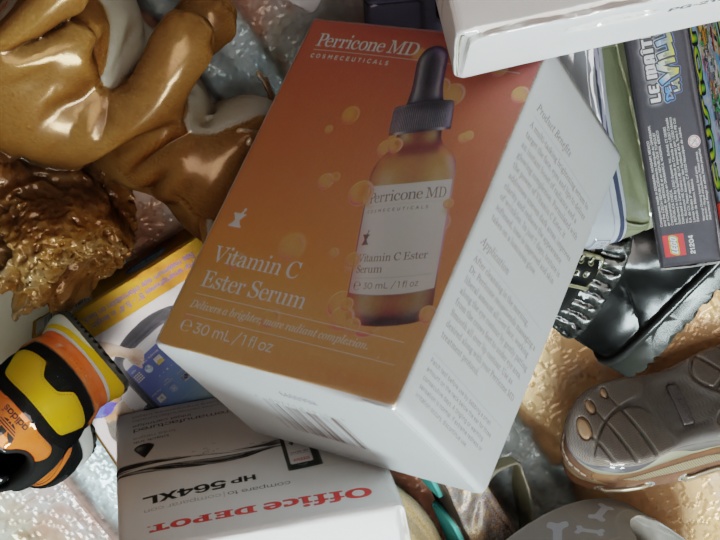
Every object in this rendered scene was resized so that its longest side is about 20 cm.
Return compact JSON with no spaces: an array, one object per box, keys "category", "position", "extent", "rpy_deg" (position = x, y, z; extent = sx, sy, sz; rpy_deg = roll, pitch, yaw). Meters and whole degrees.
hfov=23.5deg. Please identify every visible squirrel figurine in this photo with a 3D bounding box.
[{"category":"squirrel figurine","position":[-0.135,-0.068,0.945],"extent":[0.186,0.142,0.200],"rpy_deg":[41,104,-20]}]

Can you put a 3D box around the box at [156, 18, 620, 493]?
[{"category":"box","position":[0.017,-0.012,0.880],"extent":[0.106,0.151,0.201],"rpy_deg":[46,61,-49]}]

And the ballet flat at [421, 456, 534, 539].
[{"category":"ballet flat","position":[0.068,0.129,1.113],"extent":[0.067,0.068,0.201],"rpy_deg":[-33,121,-10]}]

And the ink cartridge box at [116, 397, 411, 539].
[{"category":"ink cartridge box","position":[-0.055,0.136,0.933],"extent":[0.145,0.200,0.085],"rpy_deg":[-10,106,-7]}]

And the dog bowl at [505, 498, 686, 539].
[{"category":"dog bowl","position":[0.135,0.234,1.125],"extent":[0.199,0.059,0.201],"rpy_deg":[-20,132,-23]}]

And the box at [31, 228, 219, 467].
[{"category":"box","position":[-0.094,0.086,1.038],"extent":[0.119,0.041,0.201],"rpy_deg":[-32,105,0]}]

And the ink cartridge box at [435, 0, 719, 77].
[{"category":"ink cartridge box","position":[0.091,-0.205,0.801],"extent":[0.143,0.084,0.202],"rpy_deg":[-12,82,-1]}]

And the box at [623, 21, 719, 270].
[{"category":"box","position":[0.171,-0.108,0.920],"extent":[0.034,0.110,0.202],"rpy_deg":[-8,97,23]}]

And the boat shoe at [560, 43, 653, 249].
[{"category":"boat shoe","position":[0.127,-0.114,0.954],"extent":[0.062,0.072,0.202],"rpy_deg":[-13,100,-18]}]

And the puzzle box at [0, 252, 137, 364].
[{"category":"puzzle box","position":[-0.223,-0.006,1.030],"extent":[0.133,0.025,0.200],"rpy_deg":[-38,113,11]}]

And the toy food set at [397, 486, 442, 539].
[{"category":"toy food set","position":[-0.041,0.207,1.136],"extent":[0.199,0.049,0.199],"rpy_deg":[27,109,-18]}]

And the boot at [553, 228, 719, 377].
[{"category":"boot","position":[0.150,-0.043,1.024],"extent":[0.157,0.080,0.212],"rpy_deg":[28,112,-18]}]

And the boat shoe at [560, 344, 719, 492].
[{"category":"boat shoe","position":[0.218,0.097,1.112],"extent":[0.198,0.076,0.072],"rpy_deg":[-7,149,-13]}]

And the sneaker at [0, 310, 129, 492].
[{"category":"sneaker","position":[-0.195,0.091,0.967],"extent":[0.070,0.200,0.090],"rpy_deg":[48,61,3]}]

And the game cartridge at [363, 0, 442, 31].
[{"category":"game cartridge","position":[0.101,-0.147,1.001],"extent":[0.198,0.038,0.131],"rpy_deg":[-6,119,-4]}]

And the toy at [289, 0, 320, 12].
[{"category":"toy","position":[-0.084,-0.237,0.914],"extent":[0.199,0.047,0.115],"rpy_deg":[28,133,-4]}]
